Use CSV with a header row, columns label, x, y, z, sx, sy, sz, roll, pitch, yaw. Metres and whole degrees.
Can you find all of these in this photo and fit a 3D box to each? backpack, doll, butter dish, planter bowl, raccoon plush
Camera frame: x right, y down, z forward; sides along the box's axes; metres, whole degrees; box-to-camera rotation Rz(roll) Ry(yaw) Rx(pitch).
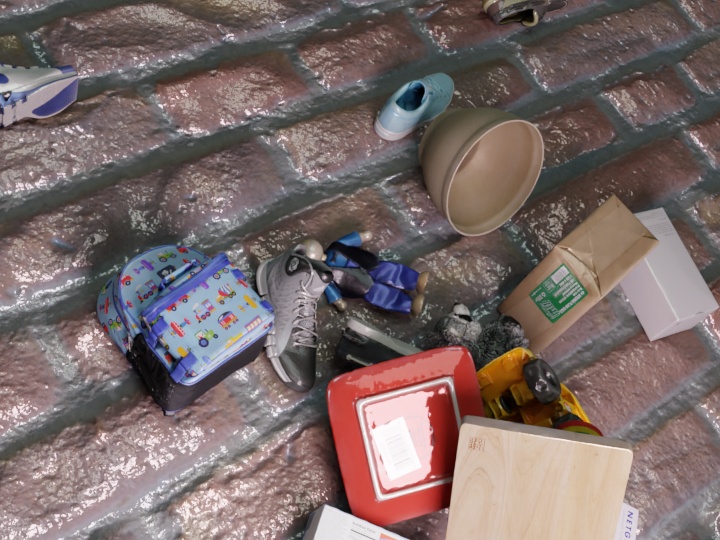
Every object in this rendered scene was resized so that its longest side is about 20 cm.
label,x,y,z,sx,sy,sz,roll,pitch,yaw
backpack,-0.230,0.050,1.225,0.181,0.135,0.201,-32,75,-36
doll,0.000,0.000,1.414,0.197,0.049,0.139,18,64,-7
butter dish,0.058,0.207,1.265,0.196,0.148,0.204,-13,95,-7
planter bowl,0.176,-0.176,1.531,0.198,0.203,0.135,-15,41,-31
raccoon plush,0.176,0.142,1.375,0.132,0.097,0.203,-5,63,-34

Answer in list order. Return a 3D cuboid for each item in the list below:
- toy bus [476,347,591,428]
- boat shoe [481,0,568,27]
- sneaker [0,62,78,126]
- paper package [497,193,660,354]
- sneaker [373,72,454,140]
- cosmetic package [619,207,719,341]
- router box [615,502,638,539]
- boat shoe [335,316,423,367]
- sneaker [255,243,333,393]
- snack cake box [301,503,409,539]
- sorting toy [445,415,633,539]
label,x,y,z,sx,sy,sz,roll,pitch,yaw
toy bus,0.253,0.212,1.301,0.191,0.135,0.202,2,55,-56
boat shoe,0.325,-0.504,1.859,0.198,0.072,0.067,-11,76,-30
sneaker,-0.494,-0.260,1.315,0.198,0.081,0.116,-30,79,-34
paper package,0.330,0.009,1.471,0.104,0.200,0.190,47,54,9
sneaker,0.106,-0.290,1.616,0.074,0.082,0.200,43,53,4
cosmetic package,0.502,0.004,1.626,0.106,0.085,0.203,-10,67,-29
router box,0.285,0.388,1.318,0.177,0.049,0.202,27,54,-9
boat shoe,0.053,0.132,1.353,0.198,0.074,0.061,28,93,-28
sneaker,-0.077,0.054,1.295,0.074,0.115,0.203,12,53,-49
snack cake box,0.017,0.382,1.177,0.197,0.067,0.116,25,60,-9
sorting toy,0.209,0.263,1.154,0.195,0.203,0.070,8,26,7
